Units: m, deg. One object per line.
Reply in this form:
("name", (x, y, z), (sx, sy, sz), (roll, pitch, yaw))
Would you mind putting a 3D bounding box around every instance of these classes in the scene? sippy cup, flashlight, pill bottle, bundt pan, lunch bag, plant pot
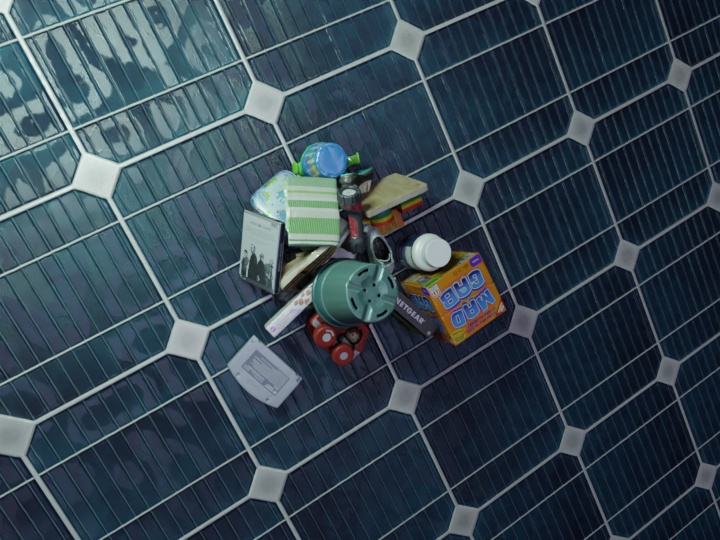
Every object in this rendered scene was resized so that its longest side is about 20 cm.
("sippy cup", (-0.097, -0.308, 1.499), (0.140, 0.130, 0.178), (45, 81, -15))
("flashlight", (-0.024, -0.136, 1.435), (0.068, 0.067, 0.201), (-43, 143, -37))
("pill bottle", (0.192, -0.055, 1.571), (0.110, 0.200, 0.112), (-1, 94, -18))
("bundt pan", (-0.172, 0.027, 1.525), (0.200, 0.076, 0.204), (-1, 93, -17))
("lunch bag", (-0.193, -0.173, 1.468), (0.200, 0.083, 0.161), (42, 78, 13))
("plant pot", (-0.006, 0.061, 1.396), (0.199, 0.196, 0.202), (1, 88, -24))

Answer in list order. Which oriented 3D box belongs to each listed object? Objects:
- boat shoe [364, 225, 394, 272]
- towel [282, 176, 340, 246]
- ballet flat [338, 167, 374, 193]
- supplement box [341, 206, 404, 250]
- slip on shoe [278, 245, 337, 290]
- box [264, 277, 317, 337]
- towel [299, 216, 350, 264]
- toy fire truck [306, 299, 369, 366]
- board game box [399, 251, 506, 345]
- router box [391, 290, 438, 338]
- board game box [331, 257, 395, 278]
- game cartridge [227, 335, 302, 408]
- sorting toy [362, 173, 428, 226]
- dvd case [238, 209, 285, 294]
("boat shoe", (0.061, -0.045, 1.559), (0.070, 0.072, 0.201), (-33, 133, -5))
("towel", (-0.130, -0.159, 1.404), (0.151, 0.023, 0.202), (0, 70, -18))
("ballet flat", (-0.009, -0.256, 1.519), (0.067, 0.200, 0.069), (-7, 104, 26))
("supplement box", (0.029, -0.130, 1.579), (0.199, 0.069, 0.067), (-26, 115, -12))
("slip on shoe", (-0.153, -0.027, 1.437), (0.200, 0.076, 0.061), (-40, 73, 12))
("box", (-0.184, 0.102, 1.467), (0.200, 0.041, 0.039), (-44, 106, -6))
("towel", (-0.138, -0.124, 1.510), (0.199, 0.031, 0.150), (36, 75, 11))
("toy fire truck", (-0.052, 0.170, 1.537), (0.168, 0.112, 0.200), (-43, 114, -4))
("board game box", (0.281, 0.077, 1.608), (0.199, 0.200, 0.201), (-32, 103, -14))
("router box", (0.122, 0.116, 1.583), (0.200, 0.157, 0.052), (41, 81, -15))
("board game box", (0.000, 0.000, 1.561), (0.199, 0.095, 0.030), (21, 87, -14))
("game cartridge", (-0.285, 0.303, 1.527), (0.200, 0.041, 0.133), (46, 76, -15))
("sorting toy", (0.073, -0.202, 1.533), (0.198, 0.200, 0.070), (-26, 118, -14))
("dvd case", (-0.272, -0.053, 1.432), (0.025, 0.150, 0.202), (-13, 118, -51))
